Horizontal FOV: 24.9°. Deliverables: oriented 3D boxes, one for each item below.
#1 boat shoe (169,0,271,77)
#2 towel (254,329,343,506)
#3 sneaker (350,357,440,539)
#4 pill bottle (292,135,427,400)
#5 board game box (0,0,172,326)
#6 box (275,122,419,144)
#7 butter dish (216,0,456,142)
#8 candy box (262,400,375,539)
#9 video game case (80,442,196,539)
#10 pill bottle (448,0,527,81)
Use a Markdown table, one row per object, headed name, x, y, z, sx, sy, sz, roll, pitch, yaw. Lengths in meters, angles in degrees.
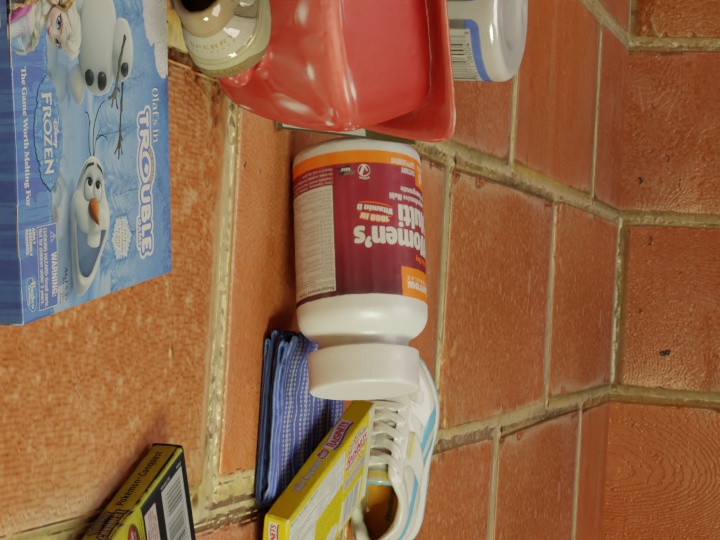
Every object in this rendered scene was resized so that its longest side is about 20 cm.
| name | x | y | z | sx | sy | sz | roll | pitch | yaw |
| --- | --- | --- | --- | --- | --- | --- | --- | --- | --- |
| boat shoe | -0.094 | -0.220 | 1.056 | 0.065 | 0.071 | 0.201 | 60 | 17 | -53 |
| towel | -0.044 | 0.125 | 1.404 | 0.200 | 0.024 | 0.146 | 11 | 83 | -73 |
| sneaker | 0.029 | 0.170 | 1.562 | 0.081 | 0.076 | 0.202 | -5 | 95 | -70 |
| pill bottle | 0.000 | 0.000 | 1.338 | 0.110 | 0.109 | 0.202 | 37 | 48 | -69 |
| board game box | -0.167 | -0.084 | 0.943 | 0.199 | 0.043 | 0.202 | -28 | 119 | -71 |
| box | 0.011 | -0.189 | 1.364 | 0.033 | 0.120 | 0.201 | 84 | 18 | -47 |
| butter dish | -0.048 | -0.173 | 1.141 | 0.148 | 0.199 | 0.201 | -33 | 129 | -40 |
| candy box | -0.036 | 0.200 | 1.394 | 0.200 | 0.026 | 0.103 | -48 | 146 | -58 |
| video game case | -0.151 | 0.247 | 1.083 | 0.181 | 0.025 | 0.202 | -56 | 146 | -59 |
| pill bottle | 0.024 | -0.206 | 1.273 | 0.114 | 0.198 | 0.115 | 4 | 90 | -72 |
